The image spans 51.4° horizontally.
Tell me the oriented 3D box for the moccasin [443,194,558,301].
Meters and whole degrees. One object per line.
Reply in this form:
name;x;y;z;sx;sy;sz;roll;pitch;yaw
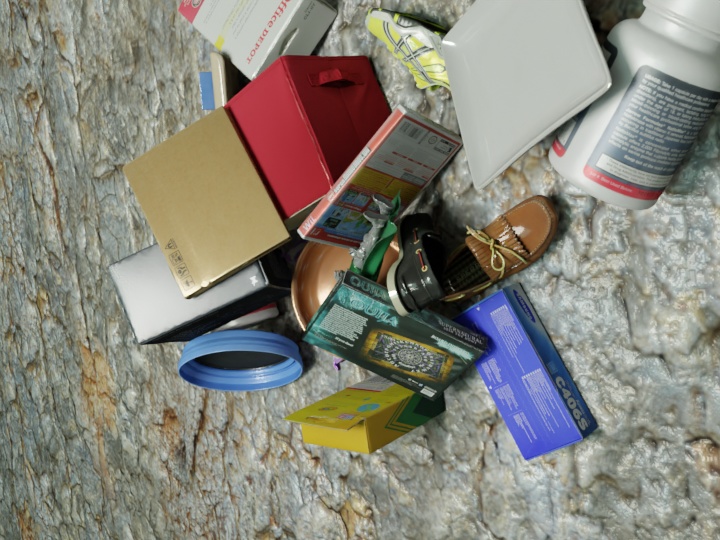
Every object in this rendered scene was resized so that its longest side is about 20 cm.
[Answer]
moccasin;0.157;-0.023;0.911;0.201;0.077;0.074;-34;77;42

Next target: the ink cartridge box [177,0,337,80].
ink cartridge box;-0.151;-0.375;1.081;0.200;0.083;0.145;46;110;25

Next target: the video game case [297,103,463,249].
video game case;0.027;-0.106;0.931;0.200;0.143;0.017;-49;60;20

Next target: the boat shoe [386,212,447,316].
boat shoe;0.078;-0.017;0.915;0.063;0.202;0.074;-23;113;19

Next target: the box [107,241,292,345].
box;-0.219;0.013;1.081;0.199;0.197;0.125;-24;86;4

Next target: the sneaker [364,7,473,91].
sneaker;0.075;-0.268;0.927;0.200;0.075;0.077;38;122;31

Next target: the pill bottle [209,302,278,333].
pill bottle;-0.221;0.000;1.241;0.119;0.119;0.201;-24;84;44

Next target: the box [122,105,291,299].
box;-0.201;-0.089;0.974;0.163;0.021;0.201;-29;80;7

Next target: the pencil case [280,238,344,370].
pencil case;-0.044;0.039;1.108;0.085;0.084;0.201;-29;77;6

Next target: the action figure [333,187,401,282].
action figure;0.000;0.000;0.955;0.054;0.118;0.201;23;128;4

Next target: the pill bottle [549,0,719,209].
pill bottle;0.279;-0.172;0.721;0.119;0.119;0.201;41;125;28

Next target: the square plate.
square plate;0.164;-0.213;0.764;0.198;0.028;0.201;-40;54;52

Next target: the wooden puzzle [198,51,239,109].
wooden puzzle;-0.213;-0.233;1.147;0.200;0.046;0.187;-106;13;-77

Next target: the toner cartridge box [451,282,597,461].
toner cartridge box;0.201;0.126;0.932;0.095;0.043;0.201;-36;76;42

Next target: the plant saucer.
plant saucer;0.004;0.025;1.038;0.199;0.037;0.202;-1;85;12

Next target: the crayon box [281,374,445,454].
crayon box;0.007;0.197;1.023;0.126;0.199;0.051;-2;99;43

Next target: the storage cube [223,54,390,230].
storage cube;-0.067;-0.168;1.019;0.200;0.170;0.181;-27;84;43

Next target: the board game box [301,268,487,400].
board game box;0.041;0.086;0.945;0.199;0.028;0.135;26;136;-10

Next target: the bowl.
bowl;-0.193;0.147;1.207;0.200;0.200;0.040;-32;53;43
